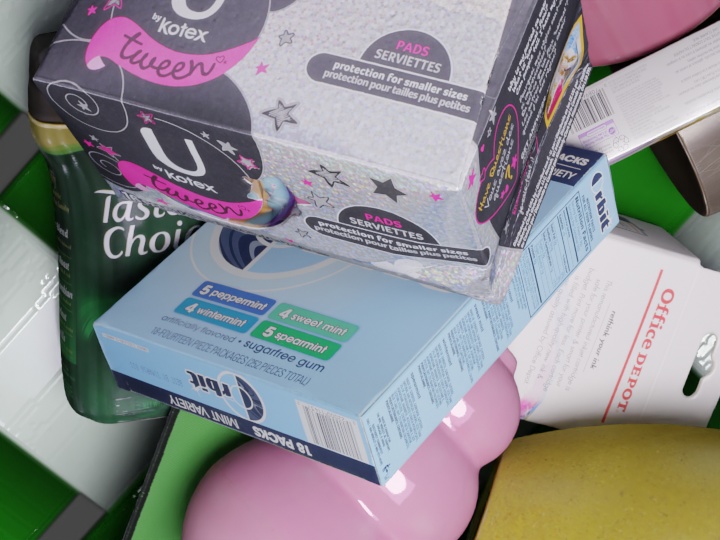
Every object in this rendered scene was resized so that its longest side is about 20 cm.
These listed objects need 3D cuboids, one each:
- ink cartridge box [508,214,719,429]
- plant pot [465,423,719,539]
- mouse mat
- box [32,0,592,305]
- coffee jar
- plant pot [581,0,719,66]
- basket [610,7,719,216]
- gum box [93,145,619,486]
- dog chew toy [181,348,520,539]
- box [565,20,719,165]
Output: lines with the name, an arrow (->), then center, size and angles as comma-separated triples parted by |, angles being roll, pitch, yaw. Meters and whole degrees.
ink cartridge box -> 0.111, 0.023, 0.970 | 0.198, 0.067, 0.118 | 16, 105, -16
plant pot -> 0.126, 0.162, 0.919 | 0.141, 0.200, 0.202 | 20, 103, 4
mouse mat -> -0.038, 0.133, 0.959 | 0.198, 0.008, 0.162 | 5, 119, -35
box -> -0.017, -0.086, 0.748 | 0.198, 0.115, 0.133 | 16, 69, 21
coffee jar -> -0.114, -0.028, 0.893 | 0.103, 0.085, 0.202 | -9, 109, -13
plant pot -> 0.102, -0.207, 0.839 | 0.199, 0.200, 0.180 | -34, 127, 0
basket -> 0.242, -0.128, 0.920 | 0.199, 0.136, 0.181 | -29, 123, 2
gum box -> 0.000, 0.000, 0.823 | 0.200, 0.169, 0.045 | -44, 133, -33
dog chew toy -> 0.003, 0.108, 0.885 | 0.200, 0.124, 0.125 | -45, 112, -6
box -> 0.188, -0.106, 0.843 | 0.199, 0.039, 0.042 | -27, 87, 9
